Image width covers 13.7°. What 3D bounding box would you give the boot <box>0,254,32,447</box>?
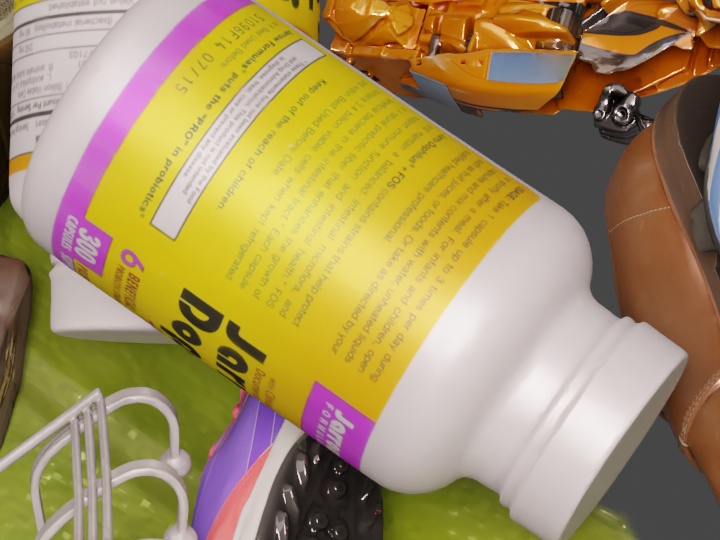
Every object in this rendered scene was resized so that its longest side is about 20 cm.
[{"bbox_3d":[-0.191,-0.015,1.136,0.199,0.064,0.187,11,79,33],"label":"boot"}]

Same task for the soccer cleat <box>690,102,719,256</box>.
[{"bbox_3d":[0.151,-0.089,0.941,0.086,0.070,0.201,-29,51,52],"label":"soccer cleat"}]

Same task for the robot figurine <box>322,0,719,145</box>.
[{"bbox_3d":[0.092,-0.106,1.059,0.199,0.058,0.145,5,67,28],"label":"robot figurine"}]

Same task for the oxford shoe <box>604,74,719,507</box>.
[{"bbox_3d":[0.125,0.041,0.965,0.071,0.071,0.201,-43,51,46],"label":"oxford shoe"}]

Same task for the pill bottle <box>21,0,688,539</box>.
[{"bbox_3d":[0.000,0.000,0.938,0.200,0.104,0.104,34,79,11],"label":"pill bottle"}]

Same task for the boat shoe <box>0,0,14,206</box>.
[{"bbox_3d":[-0.148,-0.072,1.111,0.065,0.073,0.200,16,38,18],"label":"boat shoe"}]

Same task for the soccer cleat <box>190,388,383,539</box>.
[{"bbox_3d":[-0.018,0.046,1.023,0.073,0.068,0.201,-19,45,45],"label":"soccer cleat"}]

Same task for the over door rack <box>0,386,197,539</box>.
[{"bbox_3d":[-0.142,0.121,0.968,0.199,0.067,0.148,-25,18,2],"label":"over door rack"}]

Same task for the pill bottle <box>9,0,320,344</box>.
[{"bbox_3d":[-0.068,-0.076,1.062,0.109,0.109,0.201,-1,84,25],"label":"pill bottle"}]
